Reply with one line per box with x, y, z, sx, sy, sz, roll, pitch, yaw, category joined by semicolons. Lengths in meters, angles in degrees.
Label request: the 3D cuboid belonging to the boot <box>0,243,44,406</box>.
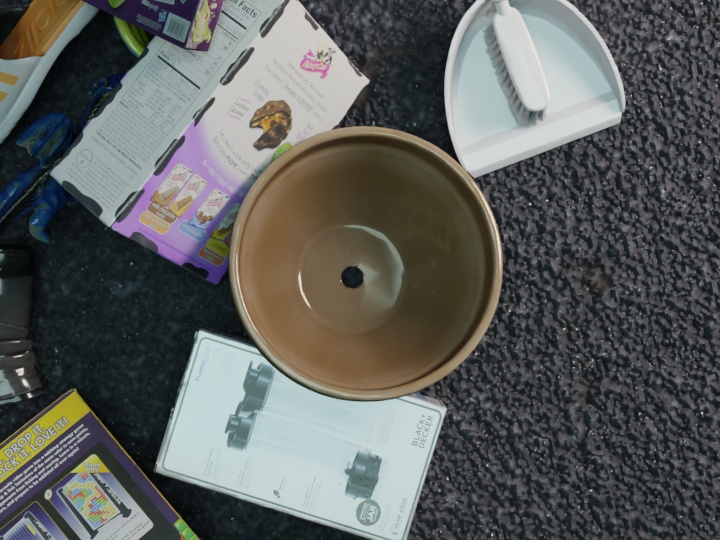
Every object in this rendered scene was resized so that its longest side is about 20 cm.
-0.344;0.046;1.087;0.199;0.070;0.132;1;96;4;boot

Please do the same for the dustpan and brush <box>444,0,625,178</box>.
0.112;-0.187;1.086;0.139;0.057;0.201;-21;91;0;dustpan and brush

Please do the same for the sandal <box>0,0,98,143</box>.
-0.258;-0.176;1.051;0.059;0.079;0.207;24;115;-41;sandal

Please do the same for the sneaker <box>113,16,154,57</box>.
-0.134;-0.237;1.044;0.079;0.131;0.201;-7;91;15;sneaker

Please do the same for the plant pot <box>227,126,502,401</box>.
0.000;0.000;1.064;0.200;0.093;0.202;1;81;-7;plant pot

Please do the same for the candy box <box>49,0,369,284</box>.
-0.102;-0.105;1.028;0.071;0.168;0.200;38;90;24;candy box

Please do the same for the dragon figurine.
-0.223;-0.076;1.048;0.059;0.200;0.100;39;129;1;dragon figurine

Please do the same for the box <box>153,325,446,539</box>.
-0.046;0.125;1.092;0.199;0.060;0.117;16;91;-1;box

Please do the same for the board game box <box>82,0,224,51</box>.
-0.163;-0.238;0.967;0.200;0.032;0.121;29;111;30;board game box

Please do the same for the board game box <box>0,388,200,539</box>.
-0.239;0.215;1.051;0.200;0.057;0.165;-38;77;-17;board game box
